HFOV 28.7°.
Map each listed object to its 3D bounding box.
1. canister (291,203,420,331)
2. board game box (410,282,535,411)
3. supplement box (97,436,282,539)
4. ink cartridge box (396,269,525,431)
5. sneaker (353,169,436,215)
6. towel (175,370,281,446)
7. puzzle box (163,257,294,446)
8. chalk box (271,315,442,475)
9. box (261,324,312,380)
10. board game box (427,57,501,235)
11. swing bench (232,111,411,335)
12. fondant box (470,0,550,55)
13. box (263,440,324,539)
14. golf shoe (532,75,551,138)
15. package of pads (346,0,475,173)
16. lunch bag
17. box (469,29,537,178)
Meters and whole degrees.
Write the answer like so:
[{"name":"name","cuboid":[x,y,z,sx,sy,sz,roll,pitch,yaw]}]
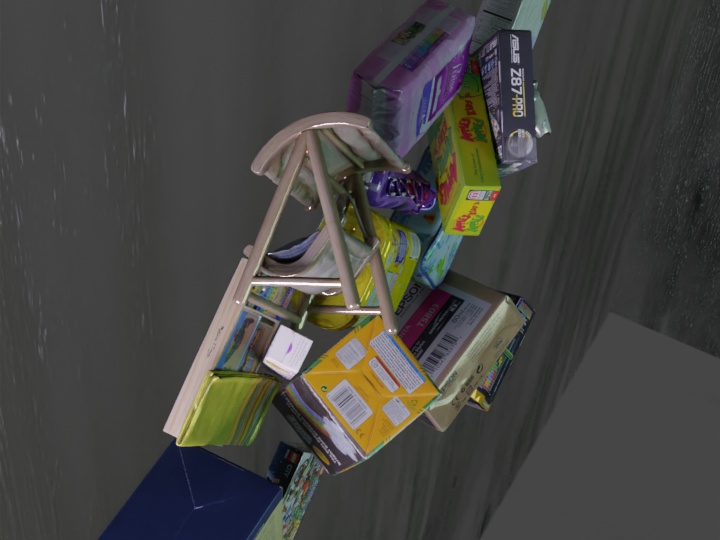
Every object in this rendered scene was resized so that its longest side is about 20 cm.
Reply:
[{"name":"canister","cuboid":[0.000,0.000,1.710,0.149,0.086,0.200,-66,165,3]},{"name":"board game box","cuboid":[0.132,0.098,2.047,0.057,0.200,0.166,40,71,-45]},{"name":"supplement box","cuboid":[-0.187,0.327,1.490,0.200,0.134,0.200,-54,159,-36]},{"name":"ink cartridge box","cuboid":[0.104,0.102,1.961,0.200,0.165,0.075,-52,136,-14]},{"name":"sneaker","cuboid":[0.047,-0.106,1.716,0.081,0.083,0.200,-69,162,8]},{"name":"towel","cuboid":[-0.138,0.151,1.517,0.086,0.018,0.200,-67,163,1]},{"name":"puzzle box","cuboid":[-0.138,0.092,1.515,0.200,0.025,0.133,-66,164,-3]},{"name":"chalk box","cuboid":[-0.014,0.151,1.650,0.124,0.125,0.200,-38,179,-22]},{"name":"box","cuboid":[-0.083,0.093,1.555,0.042,0.039,0.200,-63,-178,-8]},{"name":"board game box","cuboid":[0.123,-0.154,1.734,0.102,0.048,0.200,111,-23,-55]},{"name":"swing bench","cuboid":[-0.033,-0.046,1.460,0.199,0.129,0.200,36,56,-72]},{"name":"fondant box","cuboid":[0.205,-0.343,1.926,0.200,0.058,0.144,-69,163,11]},{"name":"box","cuboid":[-0.112,0.328,1.886,0.200,0.038,0.137,-66,163,-1]},{"name":"golf shoe","cuboid":[0.191,-0.186,1.934,0.078,0.097,0.200,-26,174,-26]},{"name":"package of pads","cuboid":[0.054,-0.212,1.610,0.200,0.076,0.121,-50,159,-43]},{"name":"lunch bag","cuboid":[0.105,-0.080,1.928,0.200,0.082,0.161,-64,162,-7]},{"name":"box","cuboid":[0.169,-0.201,1.760,0.200,0.049,0.162,156,-66,-80]}]
